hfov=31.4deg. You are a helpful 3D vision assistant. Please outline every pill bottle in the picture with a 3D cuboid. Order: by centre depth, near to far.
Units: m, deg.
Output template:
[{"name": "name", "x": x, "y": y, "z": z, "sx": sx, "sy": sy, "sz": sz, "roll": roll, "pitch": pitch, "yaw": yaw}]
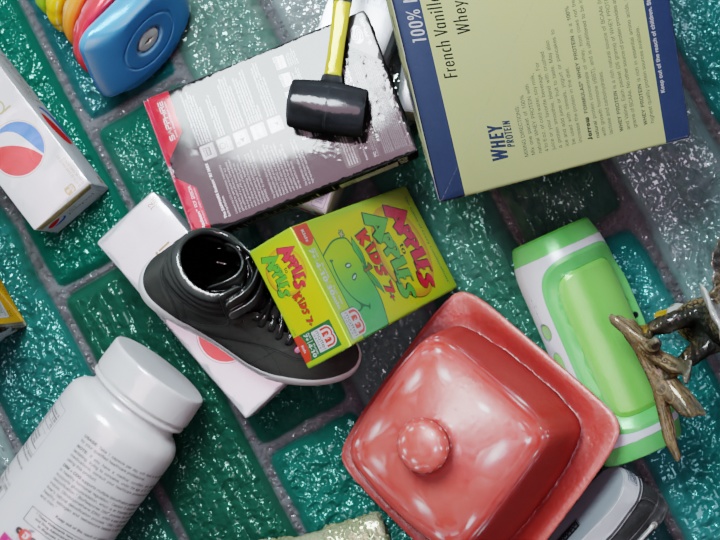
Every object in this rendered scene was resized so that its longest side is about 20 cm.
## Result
[{"name": "pill bottle", "x": -0.232, "y": 0.166, "z": 1.114, "sx": 0.113, "sy": 0.113, "sz": 0.201, "roll": 37, "pitch": 92, "yaw": 4}]

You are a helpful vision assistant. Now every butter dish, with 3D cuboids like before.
[{"name": "butter dish", "x": 0.075, "y": 0.142, "z": 1.052, "sx": 0.199, "sy": 0.147, "sz": 0.201, "roll": 41, "pitch": 102, "yaw": 24}]

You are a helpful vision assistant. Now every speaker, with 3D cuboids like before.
[{"name": "speaker", "x": 0.202, "y": 0.061, "z": 1.100, "sx": 0.088, "sy": 0.088, "sz": 0.202, "roll": -23, "pitch": 87, "yaw": 3}]

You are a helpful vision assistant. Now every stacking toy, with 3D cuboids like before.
[{"name": "stacking toy", "x": -0.257, "y": -0.259, "z": 1.137, "sx": 0.199, "sy": 0.110, "sz": 0.116, "roll": 38, "pitch": 77, "yaw": 14}]

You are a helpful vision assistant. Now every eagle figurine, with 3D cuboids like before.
[{"name": "eagle figurine", "x": 0.302, "y": 0.032, "z": 1.049, "sx": 0.198, "sy": 0.153, "sz": 0.151, "roll": -26, "pitch": 44, "yaw": -20}]

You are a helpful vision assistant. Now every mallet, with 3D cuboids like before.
[{"name": "mallet", "x": -0.025, "y": -0.205, "z": 1.015, "sx": 0.065, "sy": 0.041, "sz": 0.203, "roll": 0, "pitch": 82, "yaw": 2}]

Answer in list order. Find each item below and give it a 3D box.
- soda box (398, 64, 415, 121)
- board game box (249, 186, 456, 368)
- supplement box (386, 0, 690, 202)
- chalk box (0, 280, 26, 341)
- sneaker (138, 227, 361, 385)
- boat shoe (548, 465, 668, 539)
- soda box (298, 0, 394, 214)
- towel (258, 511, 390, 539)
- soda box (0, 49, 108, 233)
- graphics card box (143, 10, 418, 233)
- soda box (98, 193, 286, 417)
[{"name": "soda box", "x": 0.132, "y": -0.156, "z": 1.117, "sx": 0.197, "sy": 0.063, "sz": 0.069, "roll": 8, "pitch": 90, "yaw": 4}, {"name": "board game box", "x": 0.000, "y": 0.000, "z": 1.057, "sx": 0.047, "sy": 0.199, "sz": 0.102, "roll": -29, "pitch": 88, "yaw": 31}, {"name": "supplement box", "x": 0.126, "y": -0.188, "z": 0.986, "sx": 0.197, "sy": 0.135, "sz": 0.202, "roll": -15, "pitch": 112, "yaw": 3}, {"name": "chalk box", "x": -0.423, "y": 0.048, "z": 1.124, "sx": 0.199, "sy": 0.125, "sz": 0.125, "roll": -31, "pitch": 87, "yaw": 2}, {"name": "sneaker", "x": -0.080, "y": 0.032, "z": 1.034, "sx": 0.198, "sy": 0.099, "sz": 0.071, "roll": 26, "pitch": 66, "yaw": -10}, {"name": "boat shoe", "x": 0.185, "y": 0.260, "z": 1.106, "sx": 0.068, "sy": 0.074, "sz": 0.200, "roll": 35, "pitch": 98, "yaw": -15}, {"name": "soda box", "x": -0.022, "y": -0.150, "z": 1.119, "sx": 0.063, "sy": 0.068, "sz": 0.202, "roll": 21, "pitch": 90, "yaw": 4}, {"name": "towel", "x": -0.018, "y": 0.325, "z": 1.135, "sx": 0.147, "sy": 0.036, "sz": 0.203, "roll": -15, "pitch": 88, "yaw": 3}, {"name": "soda box", "x": -0.317, "y": -0.132, "z": 1.150, "sx": 0.068, "sy": 0.064, "sz": 0.201, "roll": -38, "pitch": 87, "yaw": 3}, {"name": "graphics card box", "x": -0.063, "y": -0.117, "z": 1.054, "sx": 0.198, "sy": 0.051, "sz": 0.127, "roll": -22, "pitch": 86, "yaw": 5}, {"name": "soda box", "x": -0.137, "y": 0.030, "z": 1.123, "sx": 0.068, "sy": 0.064, "sz": 0.200, "roll": -41, "pitch": 88, "yaw": 0}]
